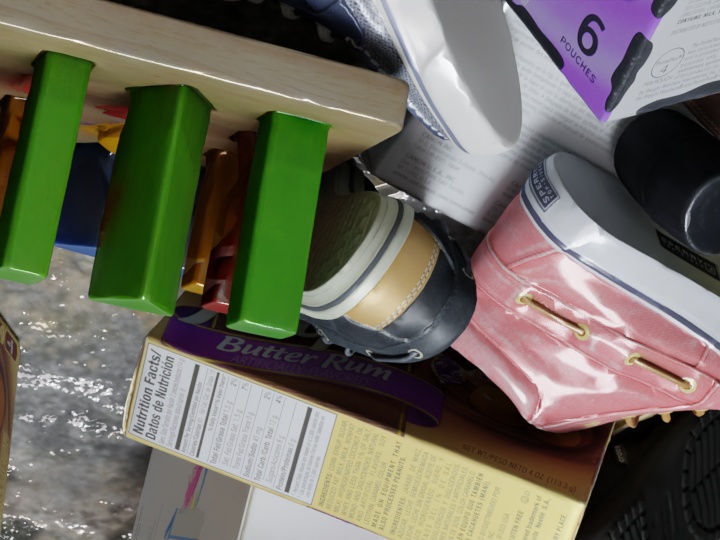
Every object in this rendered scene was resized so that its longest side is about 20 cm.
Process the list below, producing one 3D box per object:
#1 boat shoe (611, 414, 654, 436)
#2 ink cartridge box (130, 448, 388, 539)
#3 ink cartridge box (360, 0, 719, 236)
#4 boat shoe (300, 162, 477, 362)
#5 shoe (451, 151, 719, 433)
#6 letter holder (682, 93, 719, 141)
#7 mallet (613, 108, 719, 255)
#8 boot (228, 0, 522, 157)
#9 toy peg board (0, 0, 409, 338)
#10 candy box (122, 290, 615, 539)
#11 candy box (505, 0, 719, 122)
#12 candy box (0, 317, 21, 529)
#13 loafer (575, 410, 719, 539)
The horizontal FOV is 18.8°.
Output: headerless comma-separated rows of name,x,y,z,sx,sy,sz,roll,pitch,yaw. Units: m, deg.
boat shoe,0.123,0.038,1.028,0.199,0.074,0.069,-25,147,28
ink cartridge box,-0.027,0.151,1.046,0.128,0.126,0.200,17,169,-20
ink cartridge box,0.118,-0.089,0.901,0.162,0.057,0.201,26,113,-29
boat shoe,0.000,0.000,0.895,0.062,0.200,0.075,36,87,-14
shoe,0.128,0.035,0.925,0.199,0.072,0.091,31,118,-22
letter holder,0.170,-0.101,0.802,0.141,0.101,0.200,-31,132,14
mallet,0.181,-0.008,0.924,0.199,0.066,0.041,29,104,-42
boot,-0.016,-0.120,0.814,0.090,0.073,0.201,-16,119,27
toy peg board,-0.111,-0.032,0.840,0.198,0.099,0.199,14,169,-16
candy box,0.009,0.060,0.955,0.198,0.117,0.057,21,118,7
candy box,0.088,-0.178,0.669,0.071,0.168,0.201,-17,149,-32
candy box,-0.218,0.026,0.964,0.055,0.116,0.201,-11,140,12
loafer,0.126,0.106,1.046,0.071,0.200,0.074,4,107,31
